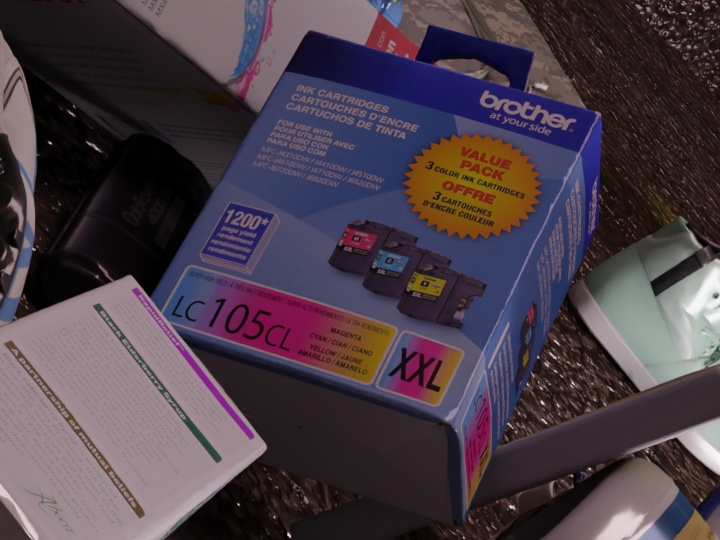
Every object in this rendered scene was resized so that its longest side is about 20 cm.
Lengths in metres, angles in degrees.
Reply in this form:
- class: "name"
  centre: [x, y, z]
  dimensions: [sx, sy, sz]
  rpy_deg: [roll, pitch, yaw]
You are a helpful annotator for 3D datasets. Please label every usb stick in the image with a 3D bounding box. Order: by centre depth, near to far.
- class: "usb stick"
  centre: [-0.099, -0.015, 1.067]
  dimensions: [0.055, 0.033, 0.200]
  rpy_deg: [40, 17, -8]

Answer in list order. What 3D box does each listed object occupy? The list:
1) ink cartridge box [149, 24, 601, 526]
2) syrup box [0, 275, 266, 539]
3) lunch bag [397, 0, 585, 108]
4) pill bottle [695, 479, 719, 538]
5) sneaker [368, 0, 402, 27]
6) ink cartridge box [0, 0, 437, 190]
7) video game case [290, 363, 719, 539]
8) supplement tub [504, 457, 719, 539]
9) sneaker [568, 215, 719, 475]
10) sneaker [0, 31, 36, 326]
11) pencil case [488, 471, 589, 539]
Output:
- class: "ink cartridge box"
  centre: [0.013, -0.012, 1.006]
  dimensions: [0.076, 0.136, 0.200]
  rpy_deg: [88, 24, -50]
- class: "syrup box"
  centre: [-0.104, 0.067, 0.764]
  dimensions: [0.081, 0.079, 0.200]
  rpy_deg: [51, 15, 4]
- class: "lunch bag"
  centre: [0.020, -0.103, 1.442]
  dimensions: [0.167, 0.139, 0.200]
  rpy_deg: [21, 27, -29]
- class: "pill bottle"
  centre: [0.202, 0.137, 1.129]
  dimensions: [0.112, 0.112, 0.200]
  rpy_deg: [51, 32, 3]
- class: "sneaker"
  centre: [-0.051, -0.149, 1.352]
  dimensions: [0.071, 0.083, 0.200]
  rpy_deg: [40, -2, -33]
- class: "ink cartridge box"
  centre: [-0.086, -0.116, 1.116]
  dimensions: [0.146, 0.083, 0.200]
  rpy_deg: [10, -22, 48]
- class: "video game case"
  centre: [0.092, 0.074, 1.063]
  dimensions: [0.182, 0.200, 0.023]
  rpy_deg: [-7, 76, -67]
- class: "supplement tub"
  centre: [0.119, 0.191, 0.987]
  dimensions: [0.200, 0.145, 0.145]
  rpy_deg: [51, 15, 3]
- class: "sneaker"
  centre: [0.253, 0.056, 1.752]
  dimensions: [0.200, 0.118, 0.074]
  rpy_deg: [49, 13, -11]
- class: "sneaker"
  centre: [-0.146, -0.019, 0.883]
  dimensions: [0.200, 0.072, 0.073]
  rpy_deg: [-98, 176, -50]
- class: "pencil case"
  centre: [0.139, 0.189, 1.178]
  dimensions: [0.200, 0.078, 0.089]
  rpy_deg: [47, 40, -11]
